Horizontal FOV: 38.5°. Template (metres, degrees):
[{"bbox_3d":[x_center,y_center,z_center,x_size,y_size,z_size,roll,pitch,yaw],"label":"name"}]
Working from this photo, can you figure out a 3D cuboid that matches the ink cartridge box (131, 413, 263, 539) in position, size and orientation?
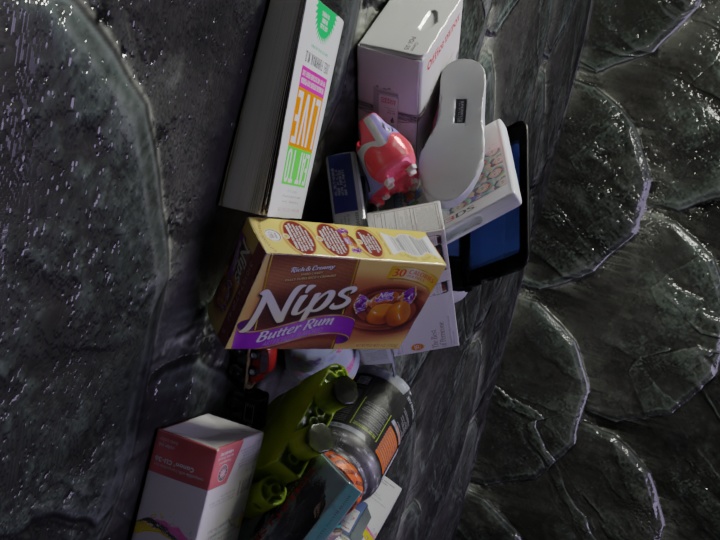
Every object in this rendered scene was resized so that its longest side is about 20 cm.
[{"bbox_3d":[-0.164,0.247,0.983,0.116,0.067,0.201,3,101,-74],"label":"ink cartridge box"}]

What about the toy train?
[{"bbox_3d":[-0.107,0.087,1.054,0.034,0.046,0.201,-46,148,-59],"label":"toy train"}]

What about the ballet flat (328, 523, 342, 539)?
[{"bbox_3d":[-0.094,0.325,1.273,0.200,0.068,0.067,32,80,-53],"label":"ballet flat"}]

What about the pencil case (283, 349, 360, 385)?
[{"bbox_3d":[-0.054,0.072,1.150,0.090,0.083,0.200,-26,154,-4],"label":"pencil case"}]

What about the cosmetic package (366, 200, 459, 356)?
[{"bbox_3d":[0.062,0.015,1.165,0.200,0.082,0.051,77,7,-47],"label":"cosmetic package"}]

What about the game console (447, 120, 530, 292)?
[{"bbox_3d":[0.119,-0.085,1.315,0.116,0.175,0.201,95,-1,-70],"label":"game console"}]

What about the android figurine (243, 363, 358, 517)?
[{"bbox_3d":[-0.078,0.177,1.088,0.200,0.041,0.182,-36,-161,49],"label":"android figurine"}]

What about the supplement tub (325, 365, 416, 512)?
[{"bbox_3d":[-0.010,0.228,1.389,0.200,0.122,0.123,-51,153,-53],"label":"supplement tub"}]

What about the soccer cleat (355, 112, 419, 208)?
[{"bbox_3d":[0.027,-0.123,1.172,0.067,0.077,0.200,-28,176,-2],"label":"soccer cleat"}]

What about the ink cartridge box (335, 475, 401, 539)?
[{"bbox_3d":[-0.040,0.380,1.437,0.146,0.087,0.200,-58,174,35],"label":"ink cartridge box"}]

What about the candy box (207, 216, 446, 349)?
[{"bbox_3d":[-0.031,0.016,0.975,0.199,0.057,0.117,3,129,-35],"label":"candy box"}]

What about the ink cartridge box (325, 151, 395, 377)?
[{"bbox_3d":[0.000,0.000,1.193,0.200,0.043,0.197,79,2,-59],"label":"ink cartridge box"}]

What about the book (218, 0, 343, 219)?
[{"bbox_3d":[-0.067,-0.151,0.970,0.134,0.048,0.201,-5,108,-75],"label":"book"}]

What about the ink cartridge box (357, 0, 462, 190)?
[{"bbox_3d":[0.059,-0.222,1.247,0.200,0.082,0.147,90,23,-47],"label":"ink cartridge box"}]

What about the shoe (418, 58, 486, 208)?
[{"bbox_3d":[0.113,-0.140,1.196,0.091,0.071,0.201,77,21,-59],"label":"shoe"}]

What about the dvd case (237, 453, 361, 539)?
[{"bbox_3d":[-0.072,0.246,1.015,0.146,0.022,0.200,-52,-168,-6],"label":"dvd case"}]

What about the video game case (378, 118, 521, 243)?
[{"bbox_3d":[0.101,-0.092,1.243,0.024,0.182,0.200,52,21,-25],"label":"video game case"}]

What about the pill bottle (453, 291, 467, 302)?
[{"bbox_3d":[0.106,-0.032,1.418,0.113,0.112,0.201,66,37,-67],"label":"pill bottle"}]
